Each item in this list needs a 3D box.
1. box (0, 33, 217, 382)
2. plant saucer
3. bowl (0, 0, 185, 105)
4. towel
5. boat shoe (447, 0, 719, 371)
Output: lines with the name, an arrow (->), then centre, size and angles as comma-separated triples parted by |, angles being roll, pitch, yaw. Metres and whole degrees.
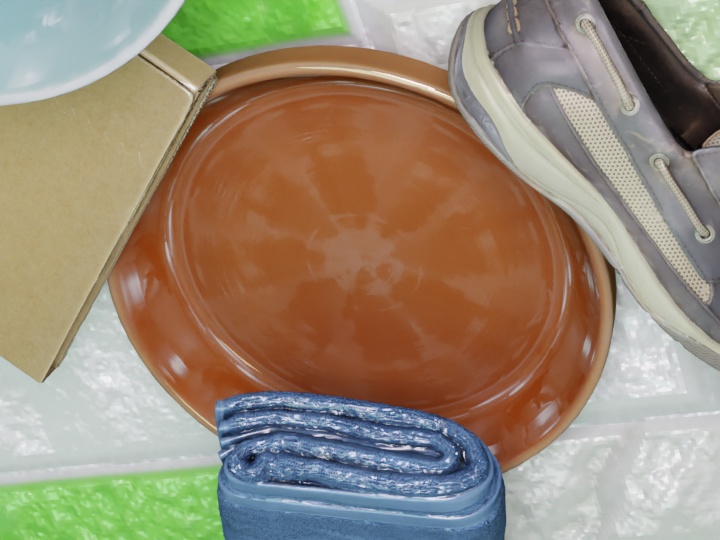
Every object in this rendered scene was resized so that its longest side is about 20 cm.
box -> -0.170, -0.069, 0.943 | 0.200, 0.021, 0.164 | 34, 127, 2
plant saucer -> 0.000, 0.000, 0.959 | 0.200, 0.032, 0.201 | 7, 126, 10
bowl -> -0.129, -0.165, 0.821 | 0.200, 0.105, 0.201 | 8, 125, 11
towel -> 0.003, 0.114, 0.996 | 0.111, 0.049, 0.200 | 7, 146, 7
boat shoe -> 0.121, -0.030, 0.875 | 0.200, 0.075, 0.073 | 40, 126, -15
